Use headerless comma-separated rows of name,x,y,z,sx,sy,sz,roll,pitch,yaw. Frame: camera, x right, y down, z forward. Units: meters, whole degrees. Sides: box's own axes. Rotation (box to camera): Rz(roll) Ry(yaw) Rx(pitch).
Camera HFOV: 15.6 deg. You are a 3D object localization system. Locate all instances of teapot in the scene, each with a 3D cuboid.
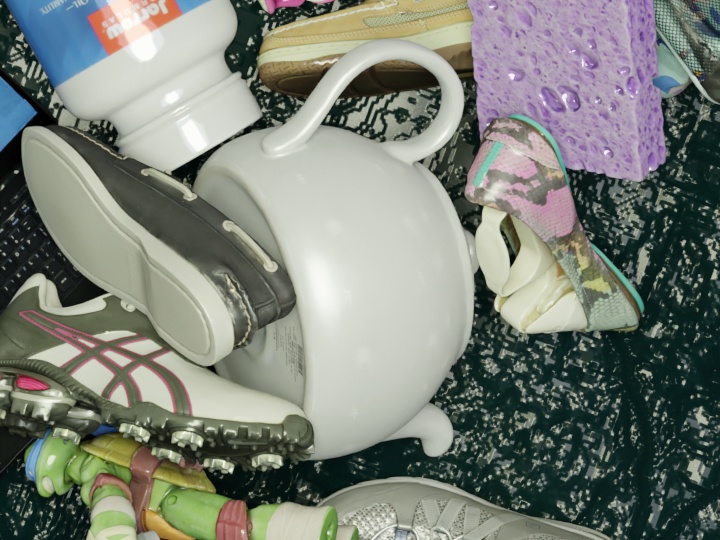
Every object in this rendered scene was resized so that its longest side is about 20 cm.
teapot,0.000,0.000,1.464,0.145,0.200,0.198,-15,77,-23

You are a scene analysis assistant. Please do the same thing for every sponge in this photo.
sponge,0.106,-0.151,1.420,0.030,0.111,0.201,-32,124,-41

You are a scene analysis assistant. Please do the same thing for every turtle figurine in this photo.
turtle figurine,-0.110,0.170,1.467,0.193,0.200,0.144,9,134,14

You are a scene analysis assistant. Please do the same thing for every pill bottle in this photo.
pill bottle,-0.137,-0.154,1.470,0.112,0.112,0.201,-31,95,-2

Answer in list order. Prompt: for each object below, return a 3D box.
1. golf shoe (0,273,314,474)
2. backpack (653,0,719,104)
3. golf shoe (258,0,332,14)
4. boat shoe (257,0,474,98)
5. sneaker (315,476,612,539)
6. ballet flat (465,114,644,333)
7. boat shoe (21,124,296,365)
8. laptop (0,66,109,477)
golf shoe,-0.114,0.054,1.412,0.199,0.077,0.088,10,73,19
backpack,0.189,-0.207,1.458,0.200,0.150,0.178,54,45,-9
golf shoe,-0.007,-0.201,1.447,0.075,0.200,0.092,-20,93,-36
boat shoe,0.035,-0.146,1.514,0.199,0.072,0.077,-7,82,-14
sneaker,0.064,0.164,1.519,0.199,0.082,0.075,6,93,-5
ballet flat,0.100,-0.008,1.474,0.069,0.200,0.071,31,75,36
boat shoe,-0.111,-0.023,1.406,0.060,0.200,0.074,-26,133,-28
laptop,-0.226,-0.016,1.471,0.177,0.103,0.200,-46,67,0
